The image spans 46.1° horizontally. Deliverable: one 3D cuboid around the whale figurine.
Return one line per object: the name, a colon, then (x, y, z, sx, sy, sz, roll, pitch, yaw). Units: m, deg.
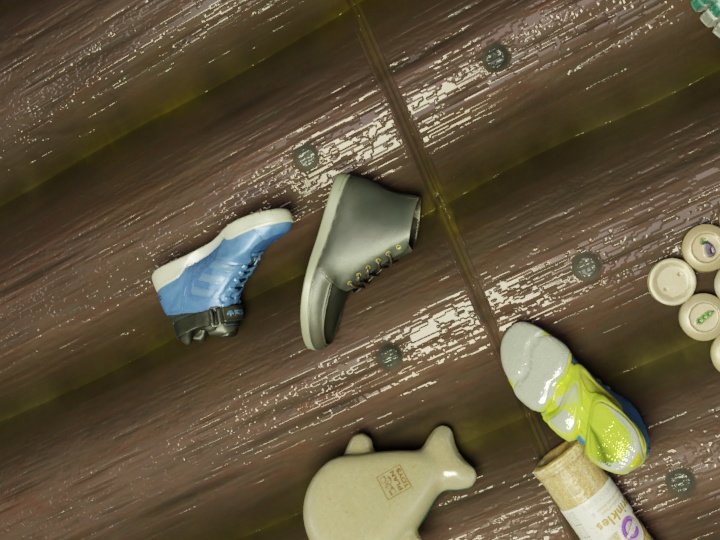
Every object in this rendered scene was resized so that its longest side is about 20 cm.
whale figurine: (0.033, 0.259, 0.952, 0.197, 0.105, 0.160, -29, 59, -10)

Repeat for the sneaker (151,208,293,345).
sneaker: (-0.146, 0.015, 0.983, 0.197, 0.077, 0.113, -27, 80, 17)

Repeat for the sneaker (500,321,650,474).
sneaker: (0.233, 0.140, 0.911, 0.076, 0.104, 0.201, -49, 52, 16)

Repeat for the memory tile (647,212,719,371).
memory tile: (0.417, -0.001, 0.887, 0.199, 0.017, 0.154, -42, 83, 11)

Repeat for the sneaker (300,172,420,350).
sneaker: (0.000, 0.000, 0.951, 0.104, 0.075, 0.205, 14, 94, 14)

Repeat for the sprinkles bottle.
sprinkles bottle: (0.268, 0.279, 0.904, 0.068, 0.068, 0.202, -37, 84, 11)

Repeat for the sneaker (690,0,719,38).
sneaker: (0.424, -0.242, 0.850, 0.090, 0.078, 0.202, -35, 86, 7)
